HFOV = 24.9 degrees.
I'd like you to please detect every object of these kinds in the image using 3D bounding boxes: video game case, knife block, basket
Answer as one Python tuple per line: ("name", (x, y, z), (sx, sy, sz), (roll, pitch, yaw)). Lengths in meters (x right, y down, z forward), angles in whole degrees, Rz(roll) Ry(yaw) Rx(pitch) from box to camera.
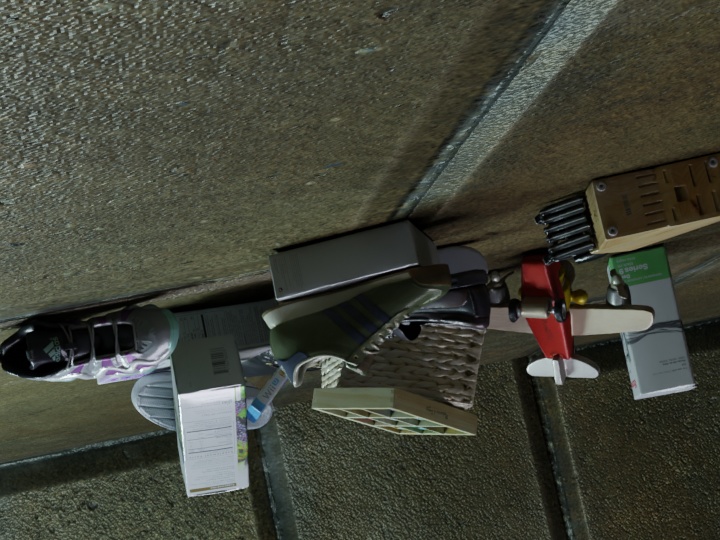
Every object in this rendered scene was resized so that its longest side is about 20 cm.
("video game case", (-0.066, 0.089, 1.901), (0.200, 0.018, 0.143), (-53, 180, -12))
("knife block", (0.286, -0.058, 1.708), (0.199, 0.064, 0.176), (-13, 172, 1))
("basket", (0.050, 0.115, 2.136), (0.199, 0.124, 0.136), (10, 166, -13))

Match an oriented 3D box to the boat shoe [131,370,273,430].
("boat shoe", (-0.204, 0.157, 2.024), (0.199, 0.074, 0.067), (17, -163, -38))

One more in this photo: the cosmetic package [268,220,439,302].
("cosmetic package", (0.000, 0.000, 1.722), (0.150, 0.052, 0.200), (-12, 172, 9))

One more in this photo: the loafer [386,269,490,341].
("loafer", (0.054, 0.048, 1.722), (0.199, 0.063, 0.072), (-17, 174, 42))

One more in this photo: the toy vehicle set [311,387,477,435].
("toy vehicle set", (0.047, 0.181, 2.088), (0.124, 0.027, 0.200), (-4, 164, 36))

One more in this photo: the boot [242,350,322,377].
("boot", (-0.100, 0.110, 2.261), (0.153, 0.074, 0.203), (-15, 168, 36))

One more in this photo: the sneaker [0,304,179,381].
("sneaker", (-0.305, 0.084, 1.751), (0.199, 0.078, 0.140), (-16, 172, 24))

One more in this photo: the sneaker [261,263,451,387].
("sneaker", (0.004, 0.061, 1.651), (0.199, 0.090, 0.067), (-15, 170, 10))

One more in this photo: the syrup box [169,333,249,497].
("syrup box", (-0.177, 0.173, 1.920), (0.081, 0.079, 0.201), (-8, 138, -9))

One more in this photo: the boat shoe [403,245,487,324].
("boat shoe", (0.052, 0.032, 1.876), (0.199, 0.071, 0.070), (-32, -173, -6))

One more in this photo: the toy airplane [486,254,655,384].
("toy airplane", (0.258, 0.052, 2.143), (0.199, 0.142, 0.199), (25, 145, -15))

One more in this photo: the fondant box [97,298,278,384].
("fondant box", (-0.211, 0.087, 1.981), (0.199, 0.059, 0.144), (-7, 170, -27))

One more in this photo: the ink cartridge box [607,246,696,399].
("ink cartridge box", (0.412, 0.078, 2.321), (0.084, 0.201, 0.146), (-12, 172, 5))
